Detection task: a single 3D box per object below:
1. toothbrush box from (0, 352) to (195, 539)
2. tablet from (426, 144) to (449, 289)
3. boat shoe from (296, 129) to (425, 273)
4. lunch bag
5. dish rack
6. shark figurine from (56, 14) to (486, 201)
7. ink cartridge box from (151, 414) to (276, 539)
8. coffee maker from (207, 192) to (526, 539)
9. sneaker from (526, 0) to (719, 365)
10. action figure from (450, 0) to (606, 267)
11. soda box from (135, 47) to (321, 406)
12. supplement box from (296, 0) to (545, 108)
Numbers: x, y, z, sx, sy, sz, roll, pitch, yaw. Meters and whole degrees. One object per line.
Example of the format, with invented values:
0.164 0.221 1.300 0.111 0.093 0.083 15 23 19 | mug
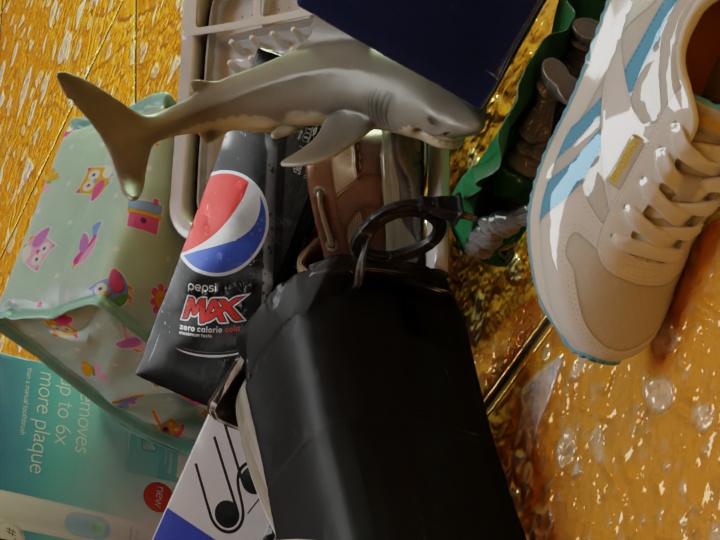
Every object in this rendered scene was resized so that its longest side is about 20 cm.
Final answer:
-0.166 0.155 1.484 0.085 0.200 0.147 133 147 -51 | toothbrush box
0.044 -0.054 1.266 0.130 0.014 0.200 87 -176 -58 | tablet
0.000 0.000 1.257 0.076 0.072 0.200 -87 -4 -53 | boat shoe
-0.117 0.012 1.451 0.122 0.200 0.171 -10 52 37 | lunch bag
-0.029 -0.108 1.379 0.171 0.044 0.200 -8 64 22 | dish rack
-0.038 -0.105 1.174 0.128 0.214 0.090 -70 -26 -65 | shark figurine
-0.066 0.153 1.353 0.044 0.094 0.200 -11 -52 -65 | ink cartridge box
0.008 0.102 1.115 0.192 0.134 0.200 96 162 -49 | coffee maker
0.134 -0.052 1.015 0.081 0.076 0.201 30 108 62 | sneaker
0.086 -0.056 1.142 0.118 0.055 0.200 -51 -9 -27 | action figure
-0.055 -0.020 1.288 0.200 0.063 0.071 -69 -21 0 | soda box
0.062 -0.190 1.152 0.109 0.109 0.200 -60 1 35 | supplement box
